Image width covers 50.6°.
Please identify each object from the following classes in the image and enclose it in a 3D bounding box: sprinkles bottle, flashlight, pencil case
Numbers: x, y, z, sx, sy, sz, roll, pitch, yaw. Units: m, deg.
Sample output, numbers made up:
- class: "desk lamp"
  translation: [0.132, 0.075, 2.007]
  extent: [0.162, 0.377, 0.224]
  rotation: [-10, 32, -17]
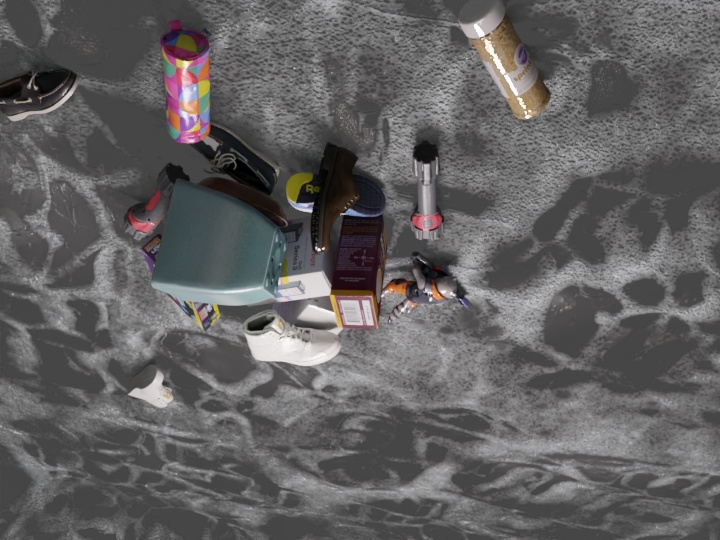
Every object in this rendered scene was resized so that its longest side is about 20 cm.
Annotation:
- class: "sprinkles bottle"
  translation: [0.221, -0.323, 1.156]
  extent: [0.067, 0.070, 0.200]
  rotation: [-16, 136, 30]
- class: "flashlight"
  translation: [-0.414, -0.141, 1.535]
  extent: [0.066, 0.069, 0.200]
  rotation: [17, 140, -31]
- class: "flashlight"
  translation: [0.123, -0.147, 1.412]
  extent: [0.067, 0.068, 0.203]
  rotation: [31, 148, 30]
- class: "pencil case"
  translation: [-0.293, -0.312, 1.284]
  extent: [0.086, 0.090, 0.202]
  rotation: [12, 141, -2]

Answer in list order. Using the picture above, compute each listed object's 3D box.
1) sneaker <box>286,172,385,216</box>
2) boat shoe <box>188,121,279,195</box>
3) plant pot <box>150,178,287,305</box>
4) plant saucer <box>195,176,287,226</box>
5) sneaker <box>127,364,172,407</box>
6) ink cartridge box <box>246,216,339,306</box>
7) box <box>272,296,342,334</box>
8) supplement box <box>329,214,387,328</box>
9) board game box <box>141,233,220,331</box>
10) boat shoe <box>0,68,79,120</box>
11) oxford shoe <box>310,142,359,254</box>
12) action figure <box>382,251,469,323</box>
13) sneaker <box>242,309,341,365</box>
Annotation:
- class: "sneaker"
  translation: [-0.048, -0.141, 1.451]
  extent: [0.194, 0.076, 0.082]
  rotation: [9, 166, -11]
- class: "boat shoe"
  translation: [-0.243, -0.206, 1.419]
  extent: [0.198, 0.063, 0.074]
  rotation: [33, 139, -26]
- class: "plant pot"
  translation: [-0.246, -0.034, 1.420]
  extent: [0.194, 0.202, 0.196]
  rotation: [11, 171, 7]
- class: "plant saucer"
  translation: [-0.229, -0.135, 1.471]
  extent: [0.195, 0.035, 0.200]
  rotation: [18, 171, 3]
- class: "sneaker"
  translation: [-0.577, 0.332, 2.171]
  extent: [0.114, 0.075, 0.198]
  rotation: [29, 149, -25]
- class: "ink cartridge box"
  translation: [-0.149, -0.020, 1.550]
  extent: [0.194, 0.149, 0.088]
  rotation: [-7, 145, 15]
- class: "box"
  translation: [-0.108, 0.078, 1.656]
  extent: [0.104, 0.155, 0.200]
  rotation: [19, 139, -23]
- class: "supplement box"
  translation: [0.000, 0.000, 1.509]
  extent: [0.083, 0.204, 0.112]
  rotation: [1, 143, 10]
- class: "board game box"
  translation: [-0.389, 0.030, 1.663]
  extent: [0.164, 0.057, 0.201]
  rotation: [40, 159, 13]
- class: "boat shoe"
  translation: [-0.579, -0.322, 1.348]
  extent: [0.196, 0.076, 0.060]
  rotation: [-5, 146, 33]
- class: "oxford shoe"
  translation: [-0.042, -0.124, 1.370]
  extent: [0.082, 0.206, 0.073]
  rotation: [14, 171, -13]
- class: "action figure"
  translation: [0.144, 0.059, 1.636]
  extent: [0.198, 0.107, 0.192]
  rotation: [36, 146, -26]
- class: "sneaker"
  translation: [-0.143, 0.134, 1.546]
  extent: [0.194, 0.075, 0.117]
  rotation: [-4, 144, 9]
